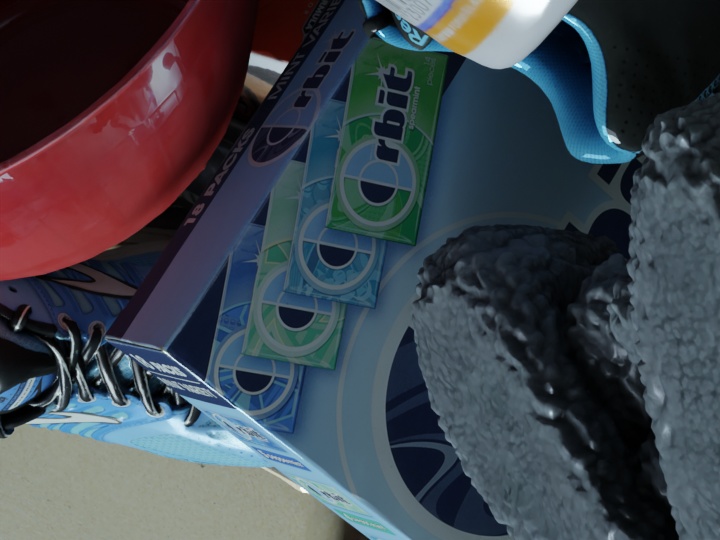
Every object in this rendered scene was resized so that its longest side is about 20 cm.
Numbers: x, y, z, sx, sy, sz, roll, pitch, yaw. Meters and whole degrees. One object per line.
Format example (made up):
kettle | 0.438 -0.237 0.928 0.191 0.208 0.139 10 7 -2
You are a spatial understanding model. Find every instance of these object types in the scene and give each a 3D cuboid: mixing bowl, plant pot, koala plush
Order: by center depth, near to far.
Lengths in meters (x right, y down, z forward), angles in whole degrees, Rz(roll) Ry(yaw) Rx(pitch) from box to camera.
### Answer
koala plush | 0.151 0.038 0.634 0.177 0.200 0.184 -29 81 60
mixing bowl | -0.109 -0.071 0.703 0.200 0.200 0.108 21 157 30
plant pot | -0.045 0.042 0.968 0.200 0.200 0.177 28 151 10

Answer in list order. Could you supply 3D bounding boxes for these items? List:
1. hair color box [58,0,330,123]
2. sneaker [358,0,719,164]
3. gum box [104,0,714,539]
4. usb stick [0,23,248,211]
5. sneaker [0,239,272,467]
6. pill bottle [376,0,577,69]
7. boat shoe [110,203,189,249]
hair color box | -0.051 -0.083 0.817 0.200 0.061 0.102 18 158 33
sneaker | 0.014 -0.107 0.608 0.200 0.082 0.073 33 165 -1
gum box | 0.049 0.008 0.716 0.200 0.170 0.045 40 165 -25
usb stick | -0.051 -0.036 0.785 0.200 0.033 0.055 26 169 17
sneaker | -0.093 0.031 0.753 0.200 0.078 0.090 10 -161 1
pill bottle | -0.020 -0.142 0.518 0.200 0.112 0.112 33 163 -6
boat shoe | 0.000 0.000 0.856 0.200 0.065 0.072 7 145 -4
